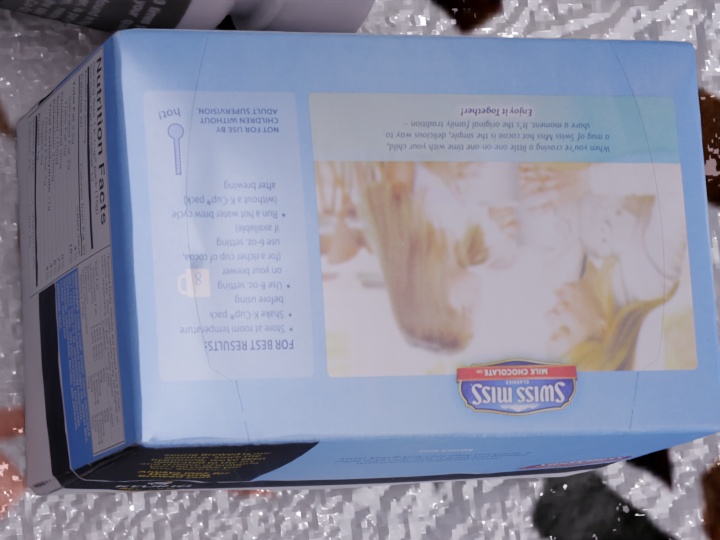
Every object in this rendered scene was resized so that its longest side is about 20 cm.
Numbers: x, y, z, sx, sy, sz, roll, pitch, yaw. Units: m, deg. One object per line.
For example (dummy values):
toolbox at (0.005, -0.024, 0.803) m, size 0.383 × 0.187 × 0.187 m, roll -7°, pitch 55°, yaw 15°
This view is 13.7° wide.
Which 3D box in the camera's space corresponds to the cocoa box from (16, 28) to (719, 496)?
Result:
cocoa box at (0.000, 0.000, 0.971) m, size 0.200 × 0.131 × 0.134 m, roll 0°, pitch 80°, yaw -20°

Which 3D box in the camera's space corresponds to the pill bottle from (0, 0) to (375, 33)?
pill bottle at (-0.092, -0.137, 0.974) m, size 0.200 × 0.114 × 0.114 m, roll 12°, pitch 76°, yaw -18°
